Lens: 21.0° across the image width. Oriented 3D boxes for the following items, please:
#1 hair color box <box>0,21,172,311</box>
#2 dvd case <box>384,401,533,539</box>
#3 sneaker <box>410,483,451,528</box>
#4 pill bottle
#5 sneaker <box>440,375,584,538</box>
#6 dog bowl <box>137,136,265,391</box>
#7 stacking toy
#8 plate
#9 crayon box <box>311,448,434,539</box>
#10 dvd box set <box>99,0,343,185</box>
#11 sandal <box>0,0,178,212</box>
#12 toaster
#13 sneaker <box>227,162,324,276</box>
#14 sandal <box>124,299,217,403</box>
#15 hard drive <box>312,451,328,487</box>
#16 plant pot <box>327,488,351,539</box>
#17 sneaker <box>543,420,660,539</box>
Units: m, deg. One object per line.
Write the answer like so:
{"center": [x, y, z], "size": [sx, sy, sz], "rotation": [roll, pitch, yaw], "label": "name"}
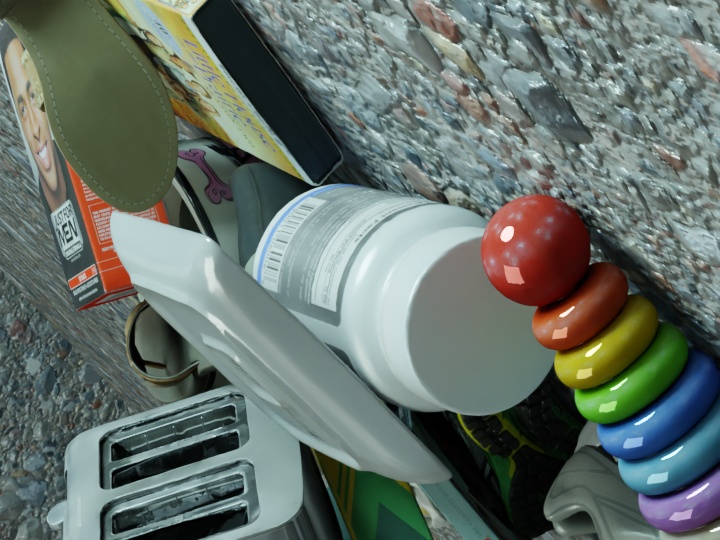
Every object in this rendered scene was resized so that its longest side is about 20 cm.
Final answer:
{"center": [-0.187, -0.081, 1.325], "size": [0.101, 0.061, 0.202], "rotation": [-23, 84, 68], "label": "hair color box"}
{"center": [0.068, 0.142, 1.294], "size": [0.146, 0.022, 0.200], "rotation": [50, -173, -8], "label": "dvd case"}
{"center": [0.074, 0.154, 1.485], "size": [0.076, 0.081, 0.200], "rotation": [42, 166, 10], "label": "sneaker"}
{"center": [0.024, 0.016, 1.091], "size": [0.114, 0.114, 0.200], "rotation": [48, 168, -23], "label": "pill bottle"}
{"center": [0.099, 0.096, 1.261], "size": [0.085, 0.078, 0.201], "rotation": [46, 168, 48], "label": "sneaker"}
{"center": [-0.097, -0.003, 1.358], "size": [0.200, 0.073, 0.201], "rotation": [47, 148, 41], "label": "dog bowl"}
{"center": [0.133, 0.046, 0.958], "size": [0.200, 0.085, 0.085], "rotation": [52, 166, -12], "label": "stacking toy"}
{"center": [-0.057, 0.049, 1.115], "size": [0.200, 0.032, 0.199], "rotation": [45, 168, -20], "label": "plate"}
{"center": [0.007, 0.148, 1.294], "size": [0.127, 0.050, 0.201], "rotation": [75, 171, -68], "label": "crayon box"}
{"center": [-0.106, -0.134, 1.198], "size": [0.200, 0.029, 0.147], "rotation": [29, 162, 50], "label": "dvd box set"}
{"center": [-0.179, -0.140, 1.215], "size": [0.213, 0.077, 0.070], "rotation": [59, -178, -26], "label": "sandal"}
{"center": [-0.097, 0.177, 1.238], "size": [0.181, 0.198, 0.119], "rotation": [-104, -4, -60], "label": "toaster"}
{"center": [0.000, 0.000, 1.264], "size": [0.199, 0.075, 0.107], "rotation": [32, -152, -38], "label": "sneaker"}
{"center": [-0.126, 0.050, 1.301], "size": [0.200, 0.054, 0.082], "rotation": [-19, 91, 67], "label": "sandal"}
{"center": [-0.092, 0.067, 1.487], "size": [0.131, 0.026, 0.201], "rotation": [18, -135, -46], "label": "hard drive"}
{"center": [-0.025, 0.173, 1.677], "size": [0.200, 0.161, 0.201], "rotation": [40, 168, 10], "label": "plant pot"}
{"center": [0.192, 0.162, 1.137], "size": [0.199, 0.081, 0.075], "rotation": [30, 161, 41], "label": "sneaker"}
